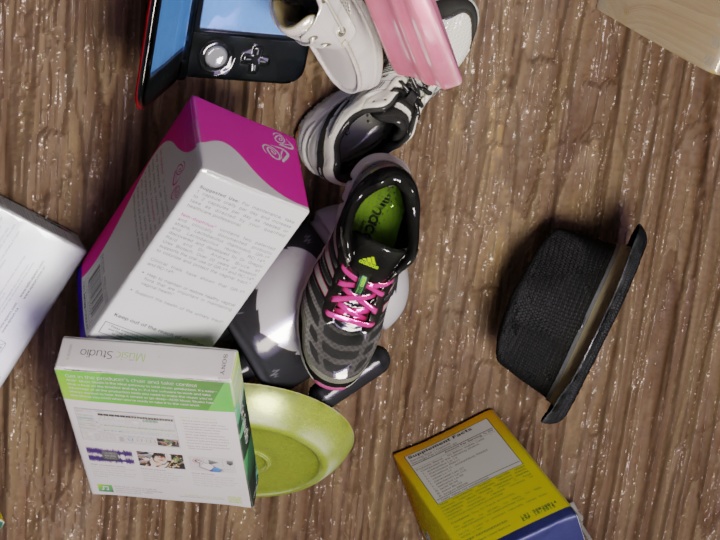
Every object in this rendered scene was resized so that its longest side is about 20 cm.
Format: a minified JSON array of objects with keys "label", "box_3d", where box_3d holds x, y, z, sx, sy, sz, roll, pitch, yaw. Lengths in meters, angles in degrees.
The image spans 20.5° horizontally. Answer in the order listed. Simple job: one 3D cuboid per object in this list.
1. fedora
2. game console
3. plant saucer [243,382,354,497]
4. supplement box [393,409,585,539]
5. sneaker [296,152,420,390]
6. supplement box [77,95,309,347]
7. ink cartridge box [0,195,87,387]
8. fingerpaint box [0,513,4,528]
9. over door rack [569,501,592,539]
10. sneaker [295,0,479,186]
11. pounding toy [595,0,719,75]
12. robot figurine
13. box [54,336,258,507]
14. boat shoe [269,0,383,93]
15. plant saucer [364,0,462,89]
[{"label":"fedora","box_3d":[0.181,0.035,1.805,0.092,0.201,0.201,25,107,4]},{"label":"game console","box_3d":[-0.095,-0.230,1.568,0.172,0.119,0.200,2,114,-22]},{"label":"plant saucer","box_3d":[-0.106,0.155,1.735,0.200,0.031,0.200,3,150,2]},{"label":"supplement box","box_3d":[0.125,0.236,1.835,0.109,0.200,0.110,-24,121,-8]},{"label":"sneaker","box_3d":[0.000,0.000,1.609,0.074,0.087,0.200,18,88,-9]},{"label":"supplement box","box_3d":[-0.137,-0.024,1.596,0.103,0.101,0.200,20,124,-25]},{"label":"ink cartridge box","box_3d":[-0.359,0.015,1.632,0.200,0.043,0.196,30,100,-28]},{"label":"fingerpaint box","box_3d":[-0.405,0.155,1.610,0.200,0.167,0.073,29,100,-31]},{"label":"over door rack","box_3d":[0.172,0.296,1.885,0.148,0.200,0.067,-22,121,-8]},{"label":"sneaker","box_3d":[0.036,-0.147,1.679,0.076,0.088,0.200,39,95,-30]},{"label":"pounding toy","box_3d":[0.301,-0.261,1.685,0.184,0.200,0.142,3,115,-38]},{"label":"robot figurine","box_3d":[-0.054,0.028,1.707,0.200,0.125,0.150,-31,132,-4]},{"label":"box","box_3d":[-0.164,0.127,1.639,0.144,0.036,0.200,4,145,6]},{"label":"boat shoe","box_3d":[-0.042,-0.210,1.579,0.069,0.071,0.200,-49,136,-26]},{"label":"plant saucer","box_3d":[0.025,-0.233,1.570,0.051,0.201,0.201,-20,122,6]}]
